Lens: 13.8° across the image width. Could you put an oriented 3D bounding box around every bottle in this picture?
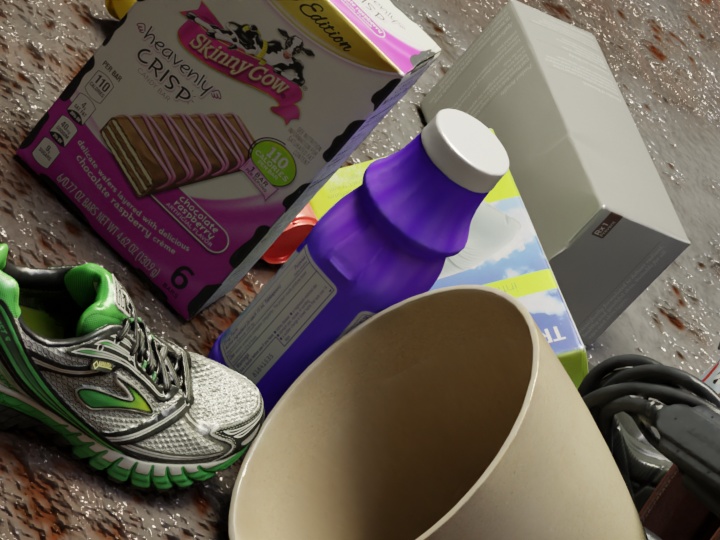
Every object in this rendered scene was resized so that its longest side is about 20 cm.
[{"bbox_3d":[0.000,0.000,1.547,0.065,0.200,0.083,47,30,11],"label":"bottle"}]

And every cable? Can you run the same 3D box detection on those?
[{"bbox_3d":[0.173,0.131,1.529,0.051,0.164,0.200,-31,39,-25],"label":"cable"}]

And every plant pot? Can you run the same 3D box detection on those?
[{"bbox_3d":[0.068,0.141,1.488,0.200,0.187,0.188,46,23,-30],"label":"plant pot"}]

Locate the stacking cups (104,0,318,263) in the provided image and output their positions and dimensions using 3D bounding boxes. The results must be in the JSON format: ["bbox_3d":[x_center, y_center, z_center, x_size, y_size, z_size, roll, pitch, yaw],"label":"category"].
[{"bbox_3d":[-0.079,-0.093,1.728,0.060,0.061,0.200,2,50,-50],"label":"stacking cups"}]

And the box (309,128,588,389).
[{"bbox_3d":[0.048,0.017,1.681,0.122,0.048,0.200,-15,50,-7],"label":"box"}]

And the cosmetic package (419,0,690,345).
[{"bbox_3d":[0.121,-0.063,1.886,0.090,0.107,0.200,18,38,-38],"label":"cosmetic package"}]

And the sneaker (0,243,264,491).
[{"bbox_3d":[-0.124,0.047,1.449,0.200,0.085,0.078,20,36,-37],"label":"sneaker"}]

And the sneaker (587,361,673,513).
[{"bbox_3d":[0.141,0.098,1.743,0.200,0.076,0.091,42,18,-15],"label":"sneaker"}]

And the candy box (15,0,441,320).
[{"bbox_3d":[-0.072,-0.090,1.580,0.136,0.200,0.061,44,28,4],"label":"candy box"}]

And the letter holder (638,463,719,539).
[{"bbox_3d":[0.233,0.155,1.610,0.142,0.200,0.101,30,24,-10],"label":"letter holder"}]

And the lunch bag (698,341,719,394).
[{"bbox_3d":[0.287,0.126,1.871,0.200,0.076,0.160,43,26,-2],"label":"lunch bag"}]
